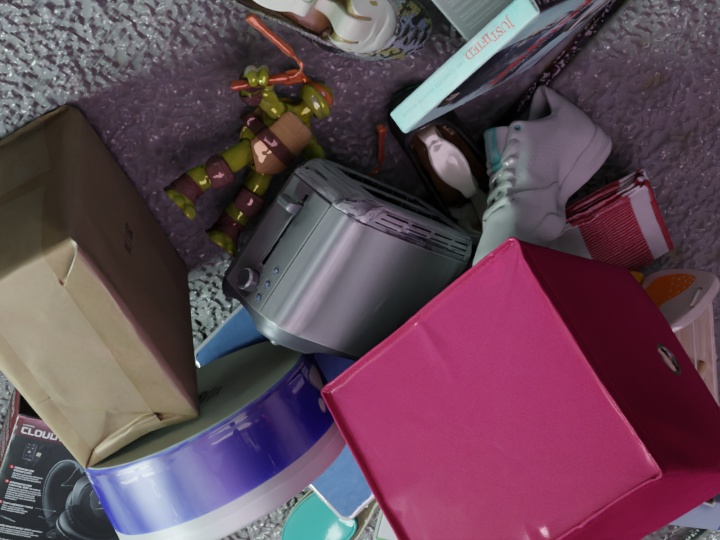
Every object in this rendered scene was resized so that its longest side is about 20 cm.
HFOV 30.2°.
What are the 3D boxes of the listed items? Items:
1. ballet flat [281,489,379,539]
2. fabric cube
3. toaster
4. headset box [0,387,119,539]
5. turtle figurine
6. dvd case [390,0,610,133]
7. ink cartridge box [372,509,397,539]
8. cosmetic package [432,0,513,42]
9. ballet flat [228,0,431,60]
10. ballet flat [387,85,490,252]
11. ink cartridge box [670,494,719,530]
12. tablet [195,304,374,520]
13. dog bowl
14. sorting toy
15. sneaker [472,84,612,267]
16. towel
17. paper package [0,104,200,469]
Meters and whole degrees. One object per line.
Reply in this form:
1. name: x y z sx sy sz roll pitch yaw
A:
1. ballet flat: 0.002 0.210 1.257 0.062 0.068 0.200 -10 150 -53
2. fabric cube: 0.132 0.116 0.985 0.200 0.197 0.199 -39 155 23
3. toaster: 0.000 0.000 1.043 0.199 0.114 0.130 20 105 -40
4. headset box: -0.249 0.180 1.180 0.148 0.077 0.201 13 118 -19
5. turtle figurine: -0.078 -0.100 1.037 0.161 0.064 0.200 -45 138 -2
6. dvd case: 0.122 -0.171 0.952 0.022 0.200 0.146 53 131 2
7. ink cartridge box: 0.115 0.235 1.201 0.145 0.084 0.200 9 165 21
8. cosmetic package: 0.044 -0.263 0.940 0.090 0.107 0.200 -36 124 12
9. ballet flat: -0.031 -0.198 0.988 0.200 0.072 0.072 21 116 -23
10. ballet flat: 0.086 -0.064 1.097 0.068 0.068 0.200 -37 122 10
11. ink cartridge box: 0.287 0.192 1.271 0.199 0.120 0.042 12 117 -18
12. tablet: -0.035 0.102 1.141 0.130 0.014 0.200 -44 86 7
13. dog bowl: -0.113 0.134 1.040 0.199 0.200 0.079 -25 101 5
14. sorting toy: 0.230 0.114 1.159 0.180 0.107 0.200 -47 141 -26
15. sneaker: 0.123 -0.070 1.047 0.089 0.200 0.075 47 139 -13
16. towel: 0.172 -0.001 1.153 0.199 0.023 0.144 -30 148 7
17. paper package: -0.209 0.010 1.007 0.103 0.200 0.191 -26 124 7
